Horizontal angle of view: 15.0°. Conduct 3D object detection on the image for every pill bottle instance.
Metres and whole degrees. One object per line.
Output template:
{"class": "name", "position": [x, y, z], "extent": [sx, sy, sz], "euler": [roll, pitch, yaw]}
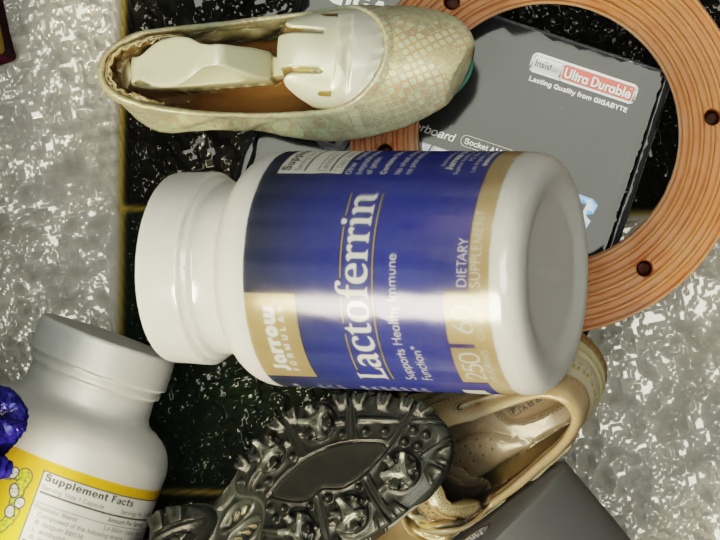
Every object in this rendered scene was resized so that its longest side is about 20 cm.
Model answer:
{"class": "pill bottle", "position": [0.000, 0.000, 1.317], "extent": [0.199, 0.116, 0.116], "euler": [1, 90, 22]}
{"class": "pill bottle", "position": [-0.162, 0.127, 1.398], "extent": [0.104, 0.104, 0.200], "euler": [20, 91, 4]}

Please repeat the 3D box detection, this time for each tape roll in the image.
{"class": "tape roll", "position": [0.044, 0.181, 1.333], "extent": [0.200, 0.200, 0.066], "euler": [-40, 89, 3]}

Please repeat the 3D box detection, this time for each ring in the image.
{"class": "ring", "position": [0.094, -0.068, 1.375], "extent": [0.200, 0.019, 0.201], "euler": [0, 91, 4]}

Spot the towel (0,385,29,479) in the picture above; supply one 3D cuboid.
{"class": "towel", "position": [-0.257, 0.105, 1.322], "extent": [0.147, 0.200, 0.050], "euler": [-6, 75, -30]}

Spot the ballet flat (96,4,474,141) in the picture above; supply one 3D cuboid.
{"class": "ballet flat", "position": [-0.042, -0.098, 1.359], "extent": [0.200, 0.062, 0.068], "euler": [-6, 77, 28]}

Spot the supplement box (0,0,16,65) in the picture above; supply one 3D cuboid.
{"class": "supplement box", "position": [-0.256, -0.196, 1.394], "extent": [0.103, 0.131, 0.201], "euler": [-12, 90, 4]}

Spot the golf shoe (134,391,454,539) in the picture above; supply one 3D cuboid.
{"class": "golf shoe", "position": [-0.028, 0.123, 1.355], "extent": [0.200, 0.094, 0.078], "euler": [-29, 65, 24]}

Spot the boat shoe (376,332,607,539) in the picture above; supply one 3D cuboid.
{"class": "boat shoe", "position": [0.036, 0.099, 1.370], "extent": [0.071, 0.065, 0.200], "euler": [43, 120, -12]}

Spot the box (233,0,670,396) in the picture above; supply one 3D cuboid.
{"class": "box", "position": [0.037, -0.037, 1.412], "extent": [0.200, 0.050, 0.199], "euler": [19, 92, 4]}
